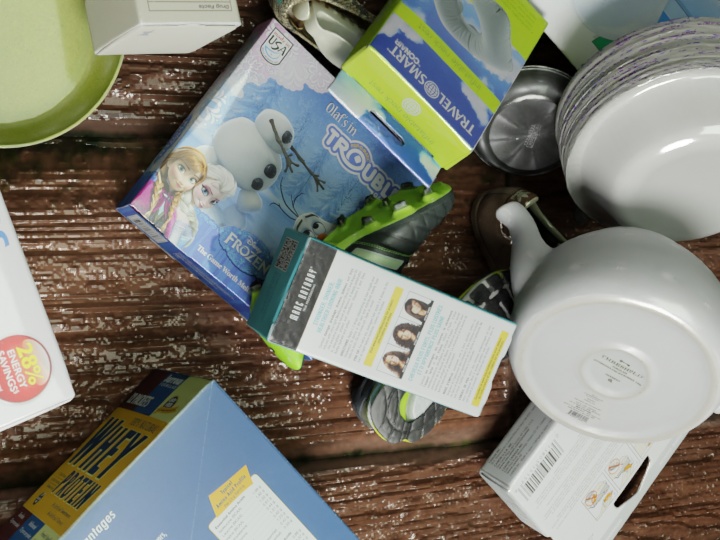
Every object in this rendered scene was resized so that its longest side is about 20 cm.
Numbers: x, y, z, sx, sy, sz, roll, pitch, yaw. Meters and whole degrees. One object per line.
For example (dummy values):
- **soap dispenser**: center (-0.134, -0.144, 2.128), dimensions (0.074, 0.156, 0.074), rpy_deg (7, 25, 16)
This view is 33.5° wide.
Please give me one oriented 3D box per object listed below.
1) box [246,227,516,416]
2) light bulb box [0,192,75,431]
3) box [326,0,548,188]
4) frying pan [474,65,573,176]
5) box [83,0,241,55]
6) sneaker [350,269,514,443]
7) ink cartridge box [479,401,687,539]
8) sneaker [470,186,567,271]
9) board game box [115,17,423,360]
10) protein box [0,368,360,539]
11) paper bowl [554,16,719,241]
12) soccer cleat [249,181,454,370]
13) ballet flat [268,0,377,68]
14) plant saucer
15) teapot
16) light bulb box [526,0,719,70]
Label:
- **box**: center (0.019, 0.042, 0.922), dimensions (0.199, 0.049, 0.083), rpy_deg (23, 91, -28)
- **light bulb box**: center (-0.297, 0.011, 0.781), dimensions (0.124, 0.200, 0.200), rpy_deg (-23, 98, -26)
- **box**: center (0.068, -0.179, 0.984), dimensions (0.122, 0.048, 0.201), rpy_deg (42, 53, -15)
- **frying pan**: center (0.181, -0.110, 1.086), dimensions (0.189, 0.115, 0.031), rpy_deg (33, 33, -21)
- **box**: center (-0.164, -0.269, 0.899), dimensions (0.094, 0.077, 0.202), rpy_deg (-8, 87, -41)
- **sneaker**: center (0.066, 0.065, 1.031), dimensions (0.200, 0.081, 0.074), rpy_deg (-38, 112, -24)
- **ink cartridge box**: center (0.219, 0.161, 1.119), dimensions (0.200, 0.043, 0.174), rpy_deg (-51, 131, -12)
- **sneaker**: center (0.169, 0.015, 1.089), dimensions (0.070, 0.075, 0.201), rpy_deg (-39, 105, -22)
- **board game box**: center (-0.063, -0.065, 0.991), dimensions (0.200, 0.043, 0.200), rpy_deg (41, 71, -21)
- **protein box**: center (-0.135, 0.215, 0.894), dimensions (0.199, 0.135, 0.200), rpy_deg (-47, 108, -20)
- **paper bowl**: center (0.268, -0.102, 1.001), dimensions (0.199, 0.201, 0.105), rpy_deg (16, 48, -26)
- **soccer cleat**: center (0.000, 0.000, 0.968), dimensions (0.199, 0.067, 0.081), rpy_deg (-36, 115, -17)
- **ballet flat**: center (0.007, -0.181, 1.005), dimensions (0.199, 0.068, 0.076), rpy_deg (27, 33, -30)
- **plant saucer**: center (-0.275, -0.190, 0.893), dimensions (0.198, 0.031, 0.202), rpy_deg (1, 87, -28)
- **teapot**: center (0.224, 0.037, 0.997), dimensions (0.201, 0.196, 0.147), rpy_deg (62, 34, -31)
- **light bulb box**: center (0.272, -0.259, 1.055), dimensions (0.198, 0.199, 0.125), rpy_deg (44, 42, -19)
